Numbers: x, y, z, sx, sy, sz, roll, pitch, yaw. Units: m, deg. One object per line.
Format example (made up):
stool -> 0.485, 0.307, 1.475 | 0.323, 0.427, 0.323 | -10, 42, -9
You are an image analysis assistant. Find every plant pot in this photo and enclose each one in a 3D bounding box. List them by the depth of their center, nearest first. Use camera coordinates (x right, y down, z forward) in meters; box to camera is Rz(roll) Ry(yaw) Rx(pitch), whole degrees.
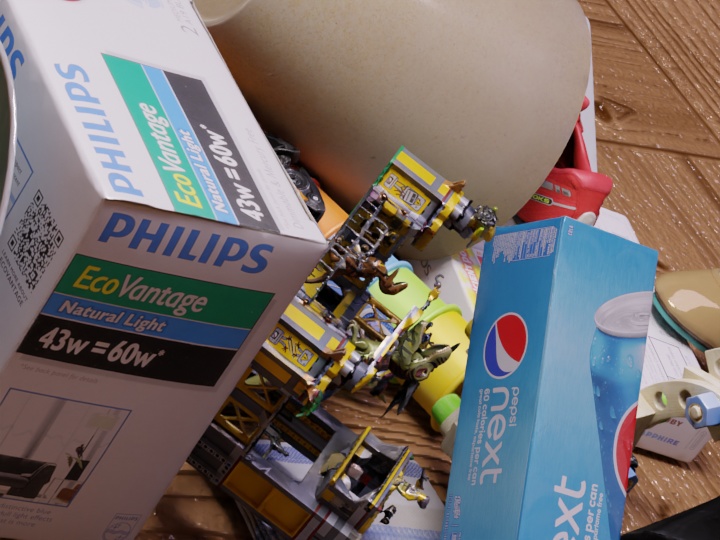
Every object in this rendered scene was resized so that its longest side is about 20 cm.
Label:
plant pot -> -0.002, -0.133, 1.611 | 0.199, 0.187, 0.188 | 31, 25, -34

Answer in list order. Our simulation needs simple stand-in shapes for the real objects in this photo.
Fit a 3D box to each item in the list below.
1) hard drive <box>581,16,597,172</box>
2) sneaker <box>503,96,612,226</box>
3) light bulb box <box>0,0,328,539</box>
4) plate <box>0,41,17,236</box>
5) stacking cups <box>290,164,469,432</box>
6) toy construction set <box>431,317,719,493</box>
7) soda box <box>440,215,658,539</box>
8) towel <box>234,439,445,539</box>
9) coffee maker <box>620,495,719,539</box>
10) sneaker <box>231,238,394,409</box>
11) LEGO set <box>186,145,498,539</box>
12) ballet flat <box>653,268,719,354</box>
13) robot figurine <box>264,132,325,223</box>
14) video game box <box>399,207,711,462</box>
hard drive -> 0.078, -0.142, 1.845 | 0.199, 0.026, 0.133 | 22, 57, -38
sneaker -> 0.104, -0.088, 1.713 | 0.077, 0.085, 0.200 | 14, 33, -36
light bulb box -> -0.142, -0.013, 1.293 | 0.124, 0.200, 0.199 | 11, 36, -38
plate -> -0.208, -0.026, 1.244 | 0.025, 0.200, 0.201 | 19, 31, -43
stacking cups -> 0.000, 0.000, 1.579 | 0.200, 0.061, 0.060 | 47, 30, 22
toy construction set -> 0.125, 0.076, 1.515 | 0.199, 0.132, 0.092 | 1, 45, -27
soda box -> 0.092, 0.079, 1.389 | 0.068, 0.064, 0.201 | 18, 74, -34
towel -> 0.017, 0.165, 1.384 | 0.146, 0.024, 0.201 | 9, 39, -44
coffee maker -> 0.204, 0.164, 1.472 | 0.192, 0.135, 0.200 | 44, 28, 18
sneaker -> -0.043, 0.037, 1.459 | 0.077, 0.076, 0.200 | 44, 32, 15
LEGO set -> 0.010, 0.049, 1.356 | 0.116, 0.154, 0.200 | 37, 36, -1
ballet flat -> 0.256, 0.034, 1.758 | 0.200, 0.063, 0.069 | 30, 25, -46
robot figurine -> -0.115, -0.062, 1.545 | 0.200, 0.058, 0.145 | 41, 36, 11
video game box -> 0.111, 0.016, 1.695 | 0.181, 0.047, 0.201 | 21, 30, -30
